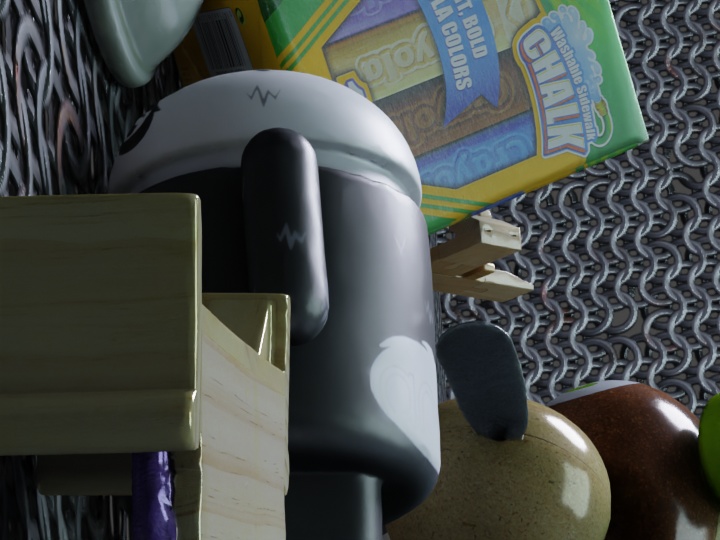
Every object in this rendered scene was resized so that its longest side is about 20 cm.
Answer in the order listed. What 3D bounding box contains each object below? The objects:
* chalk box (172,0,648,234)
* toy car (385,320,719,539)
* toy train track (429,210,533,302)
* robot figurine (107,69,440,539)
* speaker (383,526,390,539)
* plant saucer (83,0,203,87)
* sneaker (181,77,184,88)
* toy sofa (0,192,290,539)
[{"bbox_3d":[0.035,-0.094,1.126,0.124,0.199,0.124,6,-65,65],"label":"chalk box"},{"bbox_3d":[0.063,0.082,1.057,0.200,0.164,0.158,43,45,-33],"label":"toy car"},{"bbox_3d":[0.000,0.000,1.181,0.200,0.114,0.033,-23,-116,49],"label":"toy train track"},{"bbox_3d":[-0.036,0.025,0.944,0.124,0.150,0.201,21,58,-43],"label":"robot figurine"},{"bbox_3d":[0.041,0.188,1.197,0.201,0.081,0.081,62,12,-18],"label":"speaker"},{"bbox_3d":[-0.081,-0.175,1.025,0.200,0.050,0.201,-6,90,-85],"label":"plant saucer"},{"bbox_3d":[-0.045,-0.099,1.212,0.079,0.079,0.201,-90,174,-58],"label":"sneaker"},{"bbox_3d":[-0.071,0.042,0.723,0.200,0.082,0.098,54,36,-81],"label":"toy sofa"}]
